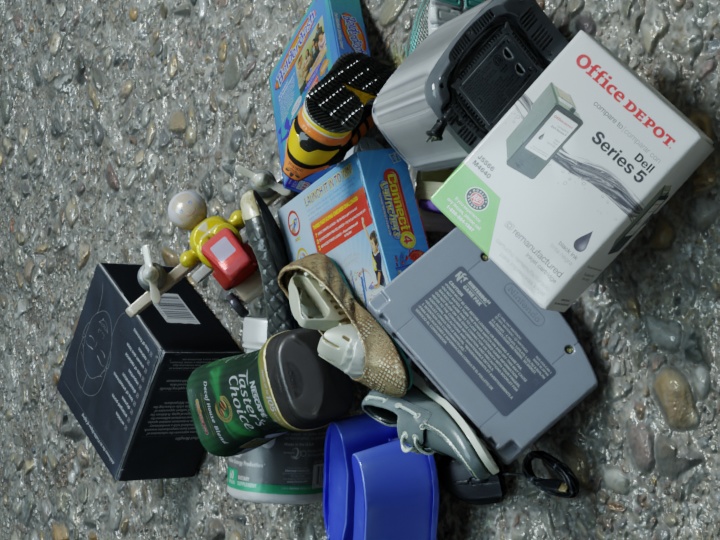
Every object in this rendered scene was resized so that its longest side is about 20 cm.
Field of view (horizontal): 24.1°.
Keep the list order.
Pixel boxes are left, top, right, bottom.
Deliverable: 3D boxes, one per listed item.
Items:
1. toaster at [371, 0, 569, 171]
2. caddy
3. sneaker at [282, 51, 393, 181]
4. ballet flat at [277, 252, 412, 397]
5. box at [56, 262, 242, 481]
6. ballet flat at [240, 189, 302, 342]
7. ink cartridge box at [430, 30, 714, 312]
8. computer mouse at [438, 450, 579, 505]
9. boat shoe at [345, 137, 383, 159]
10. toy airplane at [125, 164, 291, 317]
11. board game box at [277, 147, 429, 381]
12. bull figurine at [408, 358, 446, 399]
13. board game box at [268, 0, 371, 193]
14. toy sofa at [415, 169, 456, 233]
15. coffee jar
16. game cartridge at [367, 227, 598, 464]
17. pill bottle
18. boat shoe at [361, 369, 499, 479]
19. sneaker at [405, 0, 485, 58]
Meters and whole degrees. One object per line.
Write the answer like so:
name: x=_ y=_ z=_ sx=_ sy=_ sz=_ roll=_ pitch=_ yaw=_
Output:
toaster: x=0.099 y=-0.170 z=1.606 sx=0.200 sy=0.114 sz=0.129 roll=-51 pitch=19 yaw=-26
caddy: x=0.031 y=0.232 z=1.724 sx=0.141 sy=0.105 sz=0.200 roll=-126 pitch=34 yaw=-57
sneaker: x=-0.024 y=-0.151 z=1.677 sx=0.070 sy=0.200 sz=0.090 roll=37 pitch=120 yaw=4
ballet flat: x=-0.022 y=0.058 z=1.637 sx=0.200 sy=0.065 sz=0.071 roll=50 pitch=139 yaw=43
box: x=-0.269 y=0.125 z=2.119 sx=0.200 sy=0.124 sz=0.197 roll=48 pitch=123 yaw=43
ballet flat: x=-0.100 y=0.014 z=1.791 sx=0.057 sy=0.066 sz=0.200 roll=-12 pitch=98 yaw=11
ink cartridge box: x=0.184 y=-0.085 z=1.467 sx=0.145 sy=0.084 sz=0.200 roll=44 pitch=102 yaw=16
computer mouse: x=0.136 y=0.202 z=1.627 sx=0.200 sy=0.034 sz=0.059 roll=-10 pitch=99 yaw=57
boat shoe: x=0.008 y=-0.040 z=1.799 sx=0.067 sy=0.073 sz=0.200 roll=-29 pitch=66 yaw=47
toy airplane: x=-0.168 y=-0.037 z=1.943 sx=0.199 sy=0.141 sz=0.200 roll=-23 pitch=25 yaw=39
board game box: x=0.000 y=0.000 z=1.706 sx=0.200 sy=0.056 sz=0.196 roll=-30 pitch=71 yaw=60
bull figurine: x=0.098 y=0.103 z=1.676 sx=0.122 sy=0.065 sz=0.200 roll=-63 pitch=38 yaw=38
board game box: x=-0.043 y=-0.202 z=1.856 sx=0.152 sy=0.045 sz=0.200 roll=-56 pitch=29 yaw=35
toy sofa: x=0.138 y=-0.047 z=1.618 sx=0.200 sy=0.083 sz=0.098 roll=8 pitch=94 yaw=53
coffee jar: x=-0.093 y=0.125 z=1.738 sx=0.200 sy=0.085 sz=0.104 roll=-25 pitch=79 yaw=50
game cartridge: x=0.119 y=0.064 z=1.572 sx=0.200 sy=0.133 sz=0.042 roll=49 pitch=167 yaw=12
pill bottle: x=-0.088 y=0.154 z=1.885 sx=0.113 sy=0.113 sz=0.200 roll=3 pitch=90 yaw=53
boat shoe: x=0.064 y=0.153 z=1.597 sx=0.062 sy=0.073 sz=0.200 roll=-39 pitch=34 yaw=-7
sneaker: x=0.080 y=-0.201 z=1.731 sx=0.091 sy=0.077 sz=0.200 roll=-158 pitch=77 yaw=-69
